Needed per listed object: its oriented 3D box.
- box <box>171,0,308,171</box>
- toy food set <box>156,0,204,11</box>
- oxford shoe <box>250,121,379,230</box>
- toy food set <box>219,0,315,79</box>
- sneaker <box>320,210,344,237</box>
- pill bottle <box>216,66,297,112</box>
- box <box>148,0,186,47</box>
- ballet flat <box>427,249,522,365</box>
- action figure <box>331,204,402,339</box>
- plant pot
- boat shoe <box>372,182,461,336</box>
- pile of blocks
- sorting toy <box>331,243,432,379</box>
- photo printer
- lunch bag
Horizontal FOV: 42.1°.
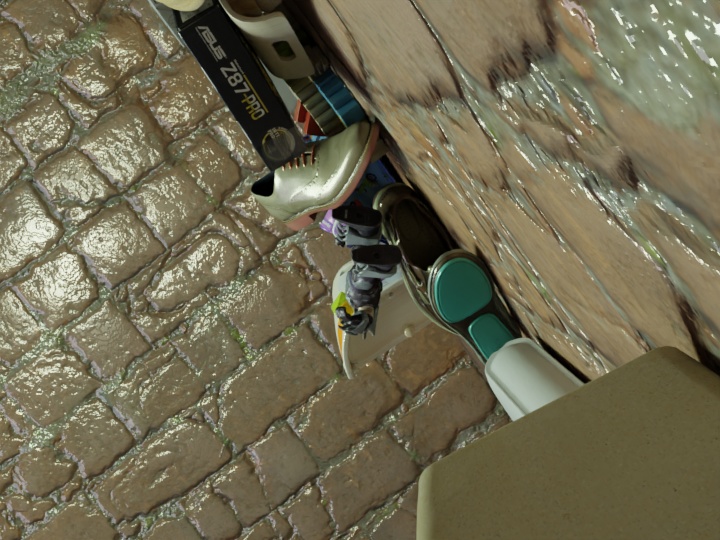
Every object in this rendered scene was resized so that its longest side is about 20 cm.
[{"bbox_3d":[-0.125,-0.204,0.906,0.162,0.049,0.200,60,-178,-33],"label":"box"},{"bbox_3d":[-0.165,-0.305,0.738,0.200,0.049,0.199,5,122,61],"label":"toy food set"},{"bbox_3d":[-0.052,-0.104,0.981,0.075,0.200,0.071,28,-126,-21],"label":"oxford shoe"},{"bbox_3d":[-0.111,-0.281,0.858,0.201,0.060,0.144,61,-176,11],"label":"toy food set"},{"bbox_3d":[-0.022,-0.111,1.301,0.201,0.114,0.073,54,-179,-27],"label":"sneaker"},{"bbox_3d":[-0.127,-0.248,1.152,0.114,0.114,0.200,53,-179,-22],"label":"pill bottle"},{"bbox_3d":[-0.211,-0.359,1.113,0.060,0.116,0.200,52,-178,-44],"label":"box"},{"bbox_3d":[0.111,0.032,0.970,0.200,0.067,0.064,53,-172,-44],"label":"ballet flat"},{"bbox_3d":[0.000,0.000,1.069,0.200,0.069,0.131,99,164,-65],"label":"action figure"},{"bbox_3d":[0.131,0.157,0.410,0.200,0.199,0.177,52,-168,-46],"label":"plant pot"},{"bbox_3d":[0.081,-0.004,1.049,0.203,0.075,0.075,53,174,-16],"label":"boat shoe"},{"bbox_3d":[-0.053,-0.190,0.994,0.200,0.062,0.082,53,180,-1],"label":"pile of blocks"},{"bbox_3d":[0.028,0.020,1.285,0.107,0.200,0.180,56,-177,-28],"label":"sorting toy"},{"bbox_3d":[0.198,0.154,0.891,0.167,0.069,0.200,53,180,-16],"label":"photo printer"},{"bbox_3d":[0.017,-0.097,1.188,0.200,0.094,0.151,38,-173,-33],"label":"lunch bag"}]
